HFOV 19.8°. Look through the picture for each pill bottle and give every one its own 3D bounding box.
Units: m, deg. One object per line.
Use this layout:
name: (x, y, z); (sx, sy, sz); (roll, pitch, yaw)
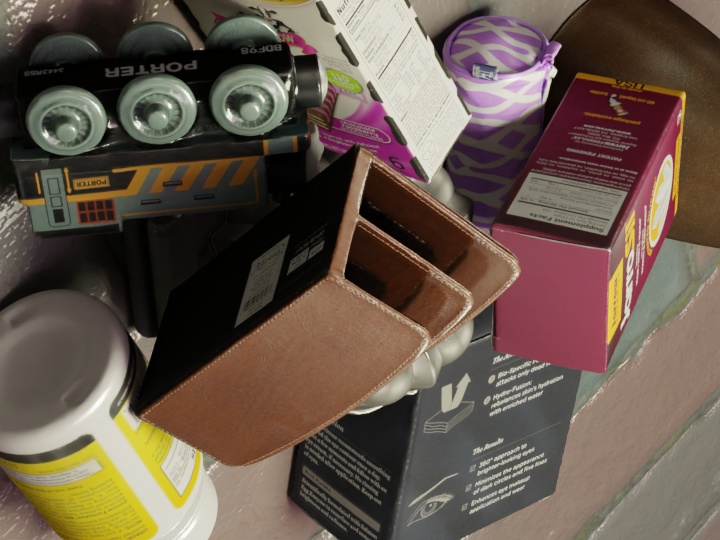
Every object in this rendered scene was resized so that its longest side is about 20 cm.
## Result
pill bottle: (-0.169, 0.112, 1.323); (0.114, 0.114, 0.200); (-45, 143, -16)

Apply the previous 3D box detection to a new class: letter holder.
letter holder: (-0.016, 0.042, 1.234); (0.142, 0.200, 0.101); (33, 46, -22)

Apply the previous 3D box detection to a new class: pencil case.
pencil case: (0.104, -0.093, 1.513); (0.084, 0.085, 0.201); (-74, 166, -45)

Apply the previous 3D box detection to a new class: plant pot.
plant pot: (0.256, -0.098, 1.590); (0.186, 0.200, 0.188); (-29, 135, -33)

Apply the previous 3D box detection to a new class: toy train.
toy train: (-0.117, -0.081, 1.208); (0.199, 0.085, 0.114); (-6, 128, -4)

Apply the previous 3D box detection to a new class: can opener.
can opener: (-0.121, -0.035, 1.320); (0.066, 0.053, 0.201); (-28, 136, -35)

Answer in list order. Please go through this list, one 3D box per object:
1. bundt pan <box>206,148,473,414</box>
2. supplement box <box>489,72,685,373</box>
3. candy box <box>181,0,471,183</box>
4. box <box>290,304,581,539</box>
bundt pan: (0.000, 0.000, 1.382); (0.201, 0.076, 0.203); (0, 91, -20)
supplement box: (0.161, -0.037, 1.442); (0.200, 0.085, 0.111); (-58, 153, -46)
candy box: (-0.028, -0.145, 1.270); (0.061, 0.136, 0.200); (-58, 145, -17)
box: (0.064, 0.096, 1.582); (0.196, 0.117, 0.201); (-19, 131, -40)
